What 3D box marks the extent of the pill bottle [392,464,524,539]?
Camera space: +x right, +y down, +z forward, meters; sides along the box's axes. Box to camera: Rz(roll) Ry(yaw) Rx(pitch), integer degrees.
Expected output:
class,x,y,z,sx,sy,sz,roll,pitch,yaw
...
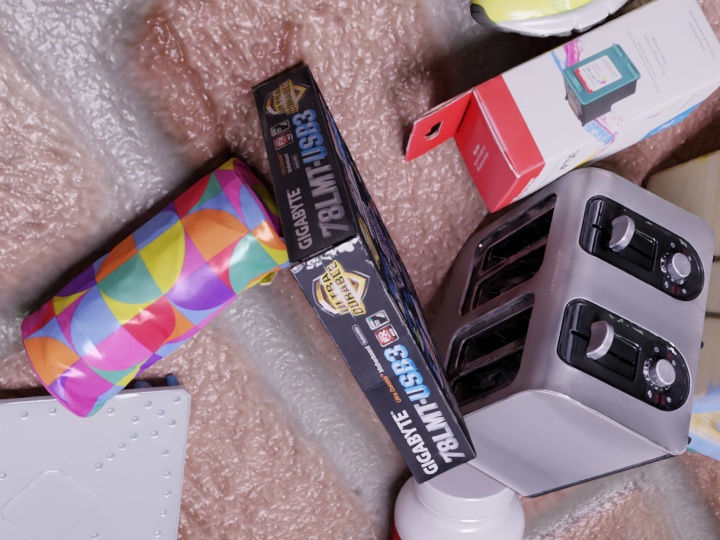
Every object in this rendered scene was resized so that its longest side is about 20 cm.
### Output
class,x,y,z,sx,sy,sz,roll,pitch,yaw
pill bottle,0.081,0.240,0.989,0.111,0.113,0.202,-8,124,-17

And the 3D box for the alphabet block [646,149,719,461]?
class,x,y,z,sx,sy,sz,roll,pitch,yaw
alphabet block,0.329,0.031,0.846,0.195,0.195,0.202,24,66,-27

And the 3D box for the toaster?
class,x,y,z,sx,sy,sz,roll,pitch,yaw
toaster,0.139,0.049,0.813,0.118,0.182,0.200,29,149,-17

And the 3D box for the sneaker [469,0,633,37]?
class,x,y,z,sx,sy,sz,roll,pitch,yaw
sneaker,0.155,-0.218,0.750,0.198,0.078,0.091,-27,119,-11

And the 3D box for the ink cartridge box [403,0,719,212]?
class,x,y,z,sx,sy,sz,roll,pitch,yaw
ink cartridge box,0.133,-0.103,0.777,0.198,0.068,0.116,-26,173,-5

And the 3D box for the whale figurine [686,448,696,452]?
class,x,y,z,sx,sy,sz,roll,pitch,yaw
whale figurine,0.334,0.097,1.004,0.198,0.104,0.161,0,121,-20

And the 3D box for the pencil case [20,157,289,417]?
class,x,y,z,sx,sy,sz,roll,pitch,yaw
pencil case,-0.129,0.013,0.772,0.199,0.089,0.089,-34,128,4

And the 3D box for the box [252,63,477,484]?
class,x,y,z,sx,sy,sz,roll,pitch,yaw
box,0.000,0.000,0.741,0.049,0.201,0.199,-25,129,6

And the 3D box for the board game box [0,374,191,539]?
class,x,y,z,sx,sy,sz,roll,pitch,yaw
board game box,-0.234,0.169,0.866,0.198,0.026,0.202,-3,123,-21
